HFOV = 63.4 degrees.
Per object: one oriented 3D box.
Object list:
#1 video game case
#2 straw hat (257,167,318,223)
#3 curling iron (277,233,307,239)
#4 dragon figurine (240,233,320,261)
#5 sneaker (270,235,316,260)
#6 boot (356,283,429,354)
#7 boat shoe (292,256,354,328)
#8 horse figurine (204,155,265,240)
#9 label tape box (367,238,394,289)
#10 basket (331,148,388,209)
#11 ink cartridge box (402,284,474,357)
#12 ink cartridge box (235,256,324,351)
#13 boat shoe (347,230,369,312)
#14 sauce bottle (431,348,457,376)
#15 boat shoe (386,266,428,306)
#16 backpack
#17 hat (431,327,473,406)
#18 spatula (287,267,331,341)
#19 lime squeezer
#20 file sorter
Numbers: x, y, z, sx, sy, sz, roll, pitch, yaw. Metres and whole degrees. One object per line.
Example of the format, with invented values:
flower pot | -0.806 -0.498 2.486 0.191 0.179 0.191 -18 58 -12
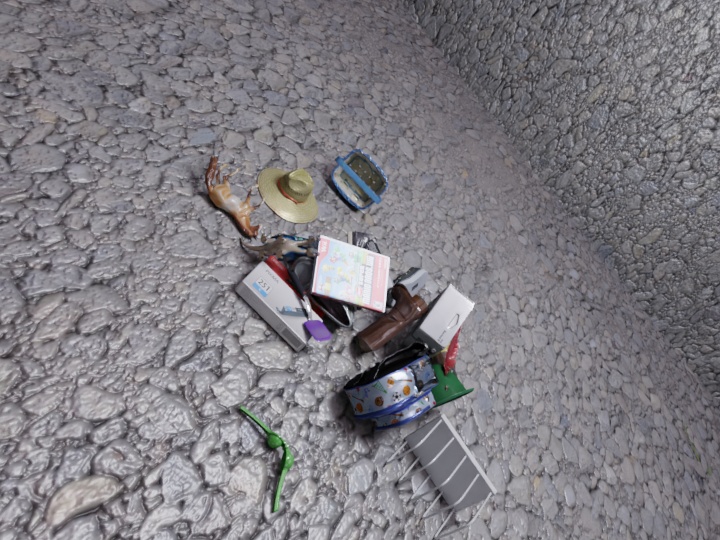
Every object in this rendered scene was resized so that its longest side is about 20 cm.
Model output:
video game case | -0.021 0.010 1.402 0.196 0.017 0.147 17 68 -23
straw hat | -0.173 -0.230 1.579 0.198 0.085 0.205 28 41 -27
curling iron | -0.129 -0.063 1.525 0.197 0.025 0.051 22 46 -33
dragon figurine | -0.186 -0.053 1.367 0.099 0.195 0.061 4 85 -58
sneaker | -0.132 -0.032 1.444 0.194 0.074 0.090 11 88 -6
boot | 0.056 0.124 1.484 0.065 0.198 0.186 56 -12 -19
boat shoe | -0.087 0.053 1.396 0.203 0.074 0.065 52 4 -8
horse figurine | -0.306 -0.179 1.412 0.199 0.049 0.135 41 52 -24
label tape box | -0.009 0.008 1.536 0.198 0.063 0.147 -17 82 -53
basket | 0.000 -0.267 1.735 0.177 0.139 0.200 46 5 -2
ink cartridge box | 0.197 0.137 1.496 0.083 0.200 0.147 37 71 4
ink cartridge box | -0.169 0.061 1.355 0.200 0.045 0.177 45 36 -6
boat shoe | 0.000 0.000 1.457 0.061 0.073 0.206 -2 76 -5
sauce bottle | 0.223 0.228 1.605 0.064 0.065 0.204 11 52 -40
boat shoe | 0.123 0.044 1.674 0.056 0.070 0.198 24 33 29
backpack | 0.064 0.270 1.307 0.187 0.199 0.158 -8 72 -43
hat | 0.177 0.240 1.439 0.198 0.164 0.180 3 62 -55
spatula | -0.123 0.076 1.332 0.056 0.021 0.203 -1 57 -47
lime squeezer | -0.169 0.346 1.112 0.069 0.038 0.204 -17 69 -19
file sorter | 0.170 0.453 1.279 0.124 0.139 0.202 -25 76 -50
